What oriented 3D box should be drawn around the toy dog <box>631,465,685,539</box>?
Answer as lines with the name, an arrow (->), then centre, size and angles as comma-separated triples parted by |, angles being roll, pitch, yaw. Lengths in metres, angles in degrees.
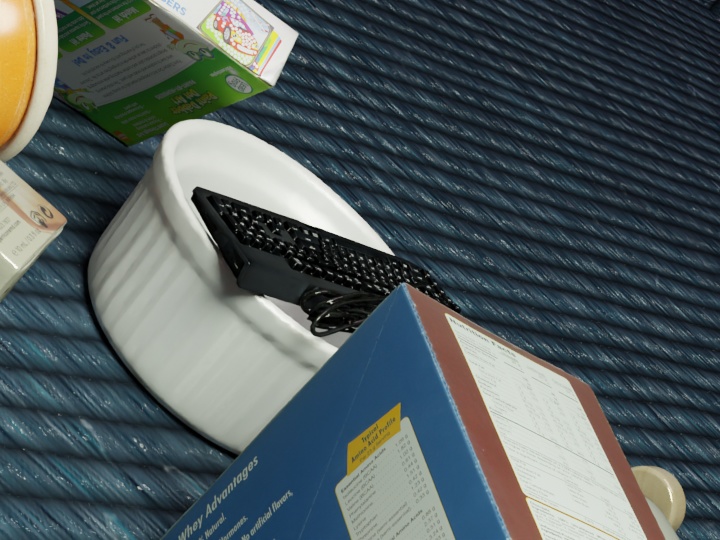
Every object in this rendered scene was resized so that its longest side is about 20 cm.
toy dog -> 0.167, 0.216, 1.362 | 0.132, 0.096, 0.201 | 26, 41, -44

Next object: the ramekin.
ramekin -> -0.061, 0.017, 1.279 | 0.200, 0.098, 0.201 | 36, 22, -17

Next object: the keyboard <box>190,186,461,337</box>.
keyboard -> 0.000, 0.000, 1.232 | 0.199, 0.040, 0.104 | 17, 32, -48

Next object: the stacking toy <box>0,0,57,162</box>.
stacking toy -> -0.274, -0.121, 1.173 | 0.199, 0.146, 0.146 | -8, 52, -40

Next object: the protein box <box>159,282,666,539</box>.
protein box -> 0.029, 0.157, 1.028 | 0.135, 0.199, 0.200 | 29, 25, -33

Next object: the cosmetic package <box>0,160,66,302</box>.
cosmetic package -> -0.251, -0.044, 1.048 | 0.200, 0.103, 0.087 | 43, 19, -6

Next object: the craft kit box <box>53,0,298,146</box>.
craft kit box -> -0.166, -0.159, 1.329 | 0.197, 0.200, 0.049 | 37, 66, -22
